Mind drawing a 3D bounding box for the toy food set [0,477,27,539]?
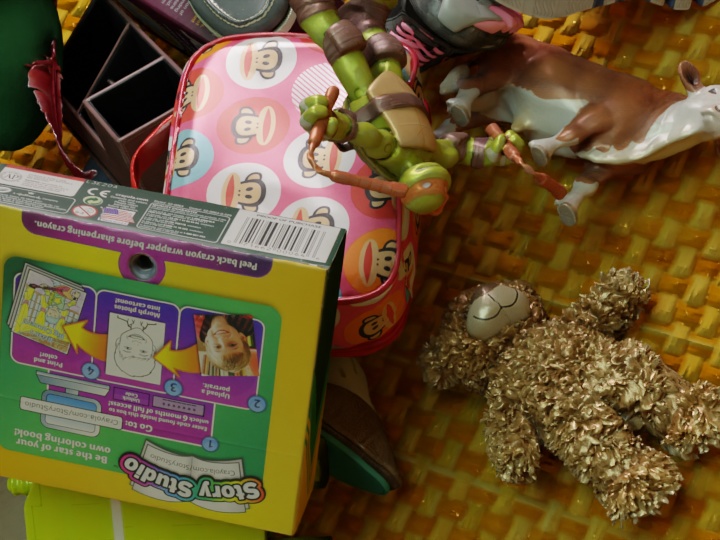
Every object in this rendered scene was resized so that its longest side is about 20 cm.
[{"bbox_3d":[-0.174,0.145,1.273,0.200,0.060,0.144,-27,94,16],"label":"toy food set"}]

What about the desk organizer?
[{"bbox_3d":[-0.157,-0.112,1.364,0.072,0.077,0.200,-31,38,-11],"label":"desk organizer"}]

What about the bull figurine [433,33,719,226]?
[{"bbox_3d":[0.133,-0.092,1.231,0.121,0.065,0.200,-33,38,-30],"label":"bull figurine"}]

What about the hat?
[{"bbox_3d":[-0.214,-0.100,1.352,0.176,0.200,0.166,46,125,8],"label":"hat"}]

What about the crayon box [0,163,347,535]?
[{"bbox_3d":[-0.118,0.045,1.123,0.200,0.173,0.058,11,28,6],"label":"crayon box"}]

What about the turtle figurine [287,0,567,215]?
[{"bbox_3d":[0.022,-0.090,1.134,0.064,0.200,0.161,-43,58,39],"label":"turtle figurine"}]

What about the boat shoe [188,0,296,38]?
[{"bbox_3d":[-0.100,-0.222,1.298,0.073,0.062,0.200,-32,55,10],"label":"boat shoe"}]

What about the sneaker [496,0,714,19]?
[{"bbox_3d":[0.131,-0.214,1.256,0.115,0.199,0.081,49,132,49],"label":"sneaker"}]

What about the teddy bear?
[{"bbox_3d":[0.122,0.064,1.170,0.145,0.067,0.200,-37,55,5],"label":"teddy bear"}]

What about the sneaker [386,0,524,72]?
[{"bbox_3d":[0.042,-0.152,1.272,0.079,0.200,0.095,41,97,-8],"label":"sneaker"}]

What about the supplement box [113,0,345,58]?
[{"bbox_3d":[-0.101,-0.193,1.392,0.200,0.110,0.086,34,85,37],"label":"supplement box"}]

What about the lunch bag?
[{"bbox_3d":[-0.052,-0.048,1.203,0.176,0.082,0.200,2,59,10],"label":"lunch bag"}]

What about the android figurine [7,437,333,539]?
[{"bbox_3d":[-0.115,0.148,1.209,0.200,0.041,0.182,-5,99,10],"label":"android figurine"}]

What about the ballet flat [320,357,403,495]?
[{"bbox_3d":[-0.042,0.078,1.264,0.200,0.068,0.072,15,57,38],"label":"ballet flat"}]

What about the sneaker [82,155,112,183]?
[{"bbox_3d":[-0.166,-0.013,1.355,0.075,0.085,0.200,-25,57,16],"label":"sneaker"}]
